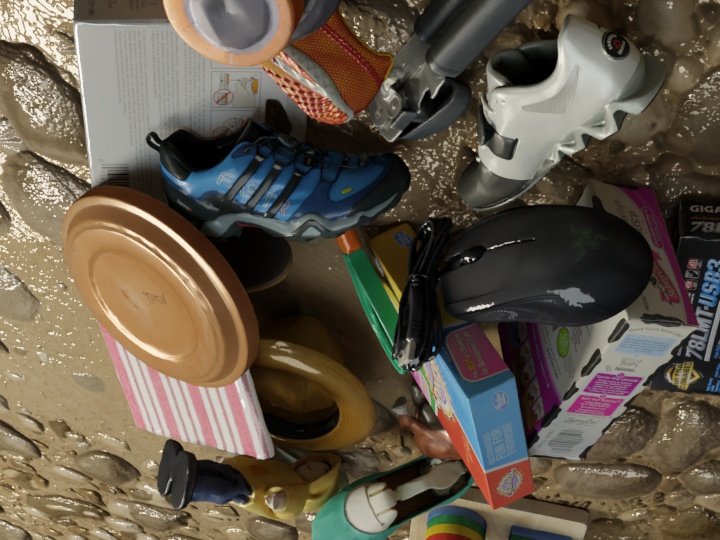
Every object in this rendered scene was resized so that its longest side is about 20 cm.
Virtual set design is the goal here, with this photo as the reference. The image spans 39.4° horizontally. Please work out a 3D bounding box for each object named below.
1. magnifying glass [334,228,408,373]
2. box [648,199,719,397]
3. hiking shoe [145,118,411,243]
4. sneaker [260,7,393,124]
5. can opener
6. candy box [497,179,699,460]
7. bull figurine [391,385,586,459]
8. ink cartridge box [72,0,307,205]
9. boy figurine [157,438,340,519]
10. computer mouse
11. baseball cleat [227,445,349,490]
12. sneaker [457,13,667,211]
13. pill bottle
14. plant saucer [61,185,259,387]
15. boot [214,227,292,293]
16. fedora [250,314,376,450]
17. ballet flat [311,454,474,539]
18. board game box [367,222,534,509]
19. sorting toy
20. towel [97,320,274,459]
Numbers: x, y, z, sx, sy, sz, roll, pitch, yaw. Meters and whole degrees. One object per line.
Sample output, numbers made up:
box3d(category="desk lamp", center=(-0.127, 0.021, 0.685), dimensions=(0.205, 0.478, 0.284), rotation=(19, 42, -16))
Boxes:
box3d(category="magnifying glass", center=(0.000, 0.000, 0.859), dimensions=(0.022, 0.080, 0.201), rotation=(-26, 109, -7))
box3d(category="box", center=(0.346, 0.034, 0.818), dimensions=(0.197, 0.050, 0.201), rotation=(5, 137, 13))
box3d(category="hiking shoe", center=(-0.062, -0.073, 0.770), dimensions=(0.199, 0.075, 0.087), rotation=(-6, 126, 9))
box3d(category="sneaker", center=(-0.062, -0.191, 0.698), dimensions=(0.200, 0.077, 0.073), rotation=(46, 161, -11))
box3d(category="can opener", center=(0.074, -0.161, 0.705), dimensions=(0.067, 0.054, 0.200), rotation=(3, 149, -37))
box3d(category="candy box", center=(0.181, 0.045, 0.810), dimensions=(0.061, 0.137, 0.200), rotation=(6, 141, -14))
box3d(category="bull figurine", center=(0.131, 0.144, 0.991), dimensions=(0.199, 0.065, 0.122), rotation=(-14, 128, 28))
box3d(category="ink cartridge box", center=(-0.131, -0.126, 0.800), dimensions=(0.172, 0.044, 0.201), rotation=(-3, 139, -12))
box3d(category="boy figurine", center=(-0.099, 0.215, 1.022), dimensions=(0.199, 0.065, 0.124), rotation=(10, -176, -31))
box3d(category="computer mouse", center=(0.108, -0.001, 0.730), dimensions=(0.199, 0.139, 0.053), rotation=(-8, 144, 31))
box3d(category="baseball cleat", center=(-0.108, 0.213, 1.136), dimensions=(0.200, 0.070, 0.106), rotation=(40, 139, -20))
box3d(category="sneaker", center=(0.114, -0.113, 0.706), dimensions=(0.088, 0.074, 0.200), rotation=(34, 145, -12))
box3d(category="pill bottle", center=(-0.048, -0.202, 0.572), dimensions=(0.106, 0.201, 0.107), rotation=(8, 137, 8))
box3d(category="plant saucer", center=(-0.173, 0.022, 0.839), dimensions=(0.199, 0.032, 0.201), rotation=(23, 138, 22))
box3d(category="boot", center=(-0.137, 0.001, 0.928), dimensions=(0.199, 0.074, 0.075), rotation=(-3, 150, 30))
box3d(category="fedora", center=(-0.069, 0.103, 0.995), dimensions=(0.199, 0.082, 0.201), rotation=(11, 144, 8))
box3d(category="ballet flat", center=(0.038, 0.232, 1.045), dimensions=(0.199, 0.068, 0.070), rotation=(-21, 160, -23))
box3d(category="board game box", center=(0.075, 0.077, 0.845), dimensions=(0.040, 0.200, 0.153), rotation=(-24, 133, -7))
box3d(category="sorting toy", center=(0.152, 0.347, 1.197), dimensions=(0.198, 0.070, 0.201), rotation=(10, 138, 7))
box3d(category="towel", center=(-0.167, 0.096, 0.951), dimensions=(0.199, 0.030, 0.147), rotation=(5, 119, 39))
